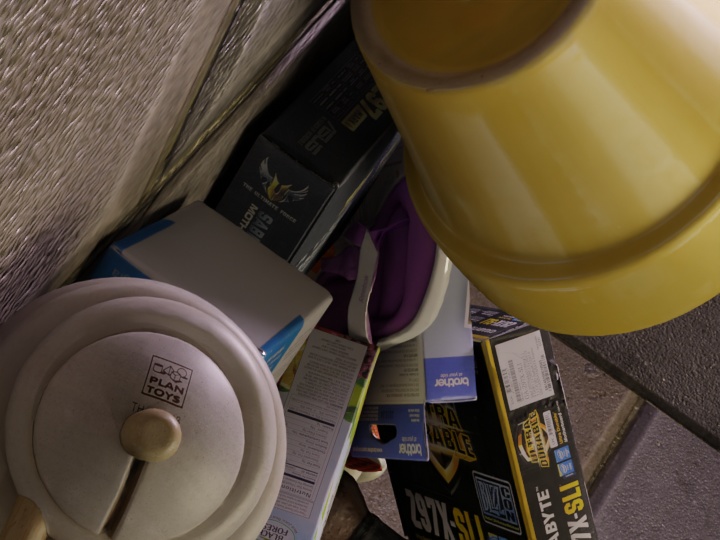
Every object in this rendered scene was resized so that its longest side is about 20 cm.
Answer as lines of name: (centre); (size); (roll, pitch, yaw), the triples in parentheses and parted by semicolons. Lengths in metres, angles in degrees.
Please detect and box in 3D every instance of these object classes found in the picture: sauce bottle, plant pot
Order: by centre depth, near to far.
plant pot: (0.093, -0.096, 1.092); (0.201, 0.201, 0.189); (-55, 141, -6)
sauce bottle: (-0.048, 0.138, 1.471); (0.065, 0.200, 0.065); (-53, 174, -8)

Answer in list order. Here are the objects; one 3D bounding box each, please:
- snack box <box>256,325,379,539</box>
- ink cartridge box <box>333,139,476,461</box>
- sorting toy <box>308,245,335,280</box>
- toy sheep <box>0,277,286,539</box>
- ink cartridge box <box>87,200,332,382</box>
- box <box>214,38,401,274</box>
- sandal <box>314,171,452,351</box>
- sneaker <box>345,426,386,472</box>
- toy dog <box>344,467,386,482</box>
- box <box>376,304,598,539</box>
snack box: (-0.045, 0.137, 1.322); (0.200, 0.053, 0.142); (106, 4, -62)
ink cartridge box: (0.024, 0.011, 1.346); (0.119, 0.042, 0.200); (171, -82, -66)
sorting toy: (0.000, -0.037, 1.530); (0.180, 0.107, 0.200); (-29, -162, 50)
toy sheep: (-0.089, 0.067, 0.844); (0.138, 0.138, 0.200); (-54, -168, -13)
ink cartridge box: (-0.110, 0.080, 1.019); (0.200, 0.086, 0.146); (-54, 177, 14)
box: (-0.030, -0.043, 1.213); (0.158, 0.051, 0.200); (-57, 177, 34)
sandal: (0.002, 0.007, 1.283); (0.050, 0.083, 0.203); (-5, 159, -22)
sneaker: (-0.030, 0.055, 1.497); (0.200, 0.073, 0.077); (54, 51, -47)
toy dog: (-0.045, 0.095, 1.651); (0.200, 0.139, 0.194); (-42, 154, -75)
box: (0.068, 0.102, 1.406); (0.049, 0.160, 0.200); (-20, -168, -21)
